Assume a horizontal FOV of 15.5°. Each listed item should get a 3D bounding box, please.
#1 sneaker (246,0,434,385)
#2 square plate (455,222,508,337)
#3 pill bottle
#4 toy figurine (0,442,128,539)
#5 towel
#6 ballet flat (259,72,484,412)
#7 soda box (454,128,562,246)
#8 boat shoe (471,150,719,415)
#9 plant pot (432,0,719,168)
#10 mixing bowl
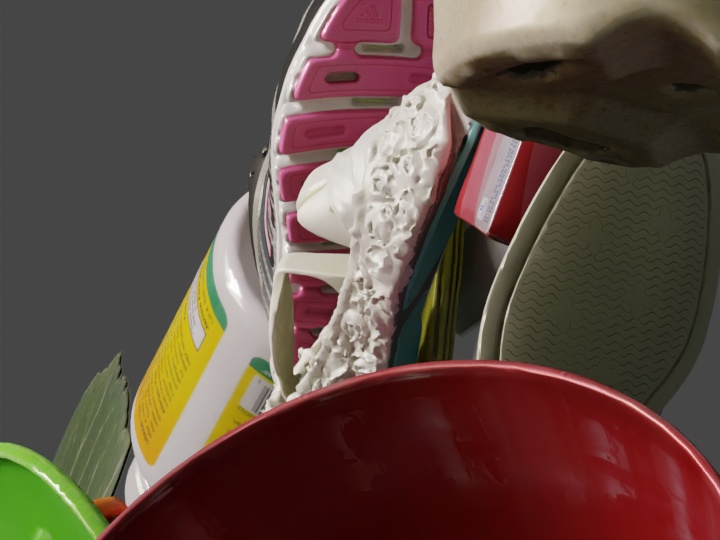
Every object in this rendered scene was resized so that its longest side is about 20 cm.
[{"bbox_3d":[-0.009,-0.045,1.069,0.088,0.073,0.201,-111,24,-54],"label":"sneaker"},{"bbox_3d":[0.084,-0.089,1.067,0.200,0.028,0.199,135,152,-69],"label":"square plate"},{"bbox_3d":[-0.043,0.057,1.235,0.200,0.112,0.113,120,166,-46],"label":"pill bottle"},{"bbox_3d":[-0.031,0.119,0.912,0.150,0.183,0.201,48,142,30],"label":"toy figurine"},{"bbox_3d":[0.029,0.003,1.091,0.086,0.018,0.202,165,111,-79],"label":"towel"},{"bbox_3d":[0.000,0.000,0.999,0.072,0.071,0.201,-83,6,-52],"label":"ballet flat"},{"bbox_3d":[0.099,-0.098,0.901,0.070,0.063,0.201,-138,68,-80],"label":"soda box"},{"bbox_3d":[0.058,0.042,0.823,0.068,0.071,0.201,176,111,-75],"label":"boat shoe"},{"bbox_3d":[0.093,-0.128,0.686,0.200,0.199,0.185,147,131,-74],"label":"plant pot"},{"bbox_3d":[0.016,0.132,0.637,0.201,0.199,0.109,-79,-30,-43],"label":"mixing bowl"}]
